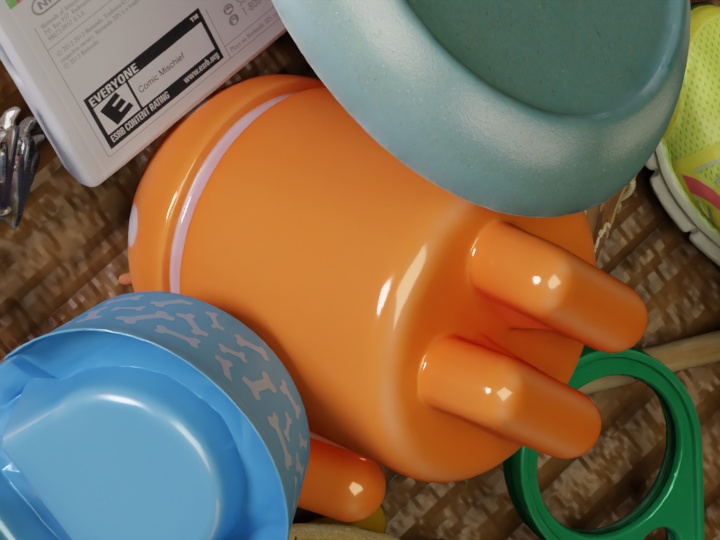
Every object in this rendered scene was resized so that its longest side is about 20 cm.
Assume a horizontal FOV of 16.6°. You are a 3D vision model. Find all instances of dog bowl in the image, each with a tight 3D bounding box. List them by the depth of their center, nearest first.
[{"bbox_3d":[-0.099,0.076,0.825,0.112,0.199,0.050,54,33,-11],"label":"dog bowl"}]

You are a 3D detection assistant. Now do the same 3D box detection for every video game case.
[{"bbox_3d":[-0.055,-0.154,0.812,0.200,0.022,0.182,-41,133,-15],"label":"video game case"}]

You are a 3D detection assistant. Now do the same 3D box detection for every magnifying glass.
[{"bbox_3d":[0.116,0.113,0.960,0.079,0.022,0.201,-36,114,-15],"label":"magnifying glass"}]

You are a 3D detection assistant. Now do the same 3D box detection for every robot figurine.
[{"bbox_3d":[-0.001,0.002,0.849,0.116,0.199,0.145,-26,126,-38],"label":"robot figurine"}]

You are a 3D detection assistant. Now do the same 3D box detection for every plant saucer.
[{"bbox_3d":[0.042,-0.116,0.791,0.199,0.027,0.201,20,59,-37],"label":"plant saucer"}]

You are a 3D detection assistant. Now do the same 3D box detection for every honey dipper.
[{"bbox_3d":[0.105,0.039,0.965,0.199,0.038,0.038,-12,98,-23],"label":"honey dipper"}]

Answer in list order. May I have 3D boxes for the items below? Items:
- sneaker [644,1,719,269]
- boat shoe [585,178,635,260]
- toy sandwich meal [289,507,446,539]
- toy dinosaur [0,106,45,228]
[{"bbox_3d":[0.178,-0.017,0.940,0.078,0.090,0.201,-26,85,-24],"label":"sneaker"},{"bbox_3d":[0.075,-0.042,0.918,0.072,0.075,0.201,17,82,-45],"label":"boat shoe"},{"bbox_3d":[-0.021,0.173,0.914,0.204,0.070,0.206,-3,103,-12],"label":"toy sandwich meal"},{"bbox_3d":[-0.202,-0.052,0.823,0.180,0.105,0.201,12,103,0],"label":"toy dinosaur"}]
